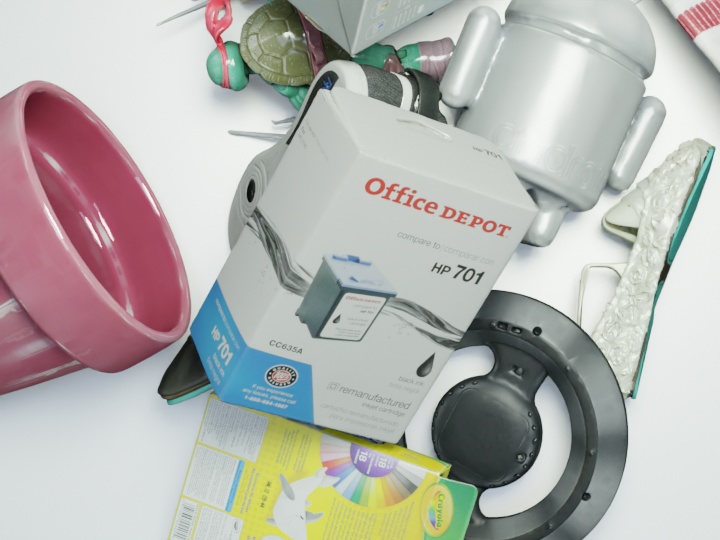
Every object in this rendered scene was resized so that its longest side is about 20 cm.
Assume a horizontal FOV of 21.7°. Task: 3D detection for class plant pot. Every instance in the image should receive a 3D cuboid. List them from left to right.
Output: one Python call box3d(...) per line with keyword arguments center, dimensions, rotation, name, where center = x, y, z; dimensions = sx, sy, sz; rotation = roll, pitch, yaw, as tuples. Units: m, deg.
box3d(center=(-0.241, 0.000, 1.281), dimensions=(0.178, 0.200, 0.201), rotation=(-29, 87, 15), name="plant pot")

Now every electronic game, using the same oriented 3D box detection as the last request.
box3d(center=(0.089, 0.113, 1.320), dimensions=(0.199, 0.042, 0.201), rotation=(1, 95, 15), name="electronic game")

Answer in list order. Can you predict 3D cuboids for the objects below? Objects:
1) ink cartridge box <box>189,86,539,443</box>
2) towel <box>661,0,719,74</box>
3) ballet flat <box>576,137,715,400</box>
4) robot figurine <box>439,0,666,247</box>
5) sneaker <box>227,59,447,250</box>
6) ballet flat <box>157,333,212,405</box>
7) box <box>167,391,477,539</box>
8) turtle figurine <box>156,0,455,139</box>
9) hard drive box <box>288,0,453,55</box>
box3d(center=(0.000, 0.000, 1.228), dimensions=(0.146, 0.086, 0.201), rotation=(16, 119, -29), name="ink cartridge box")
box3d(center=(0.290, -0.193, 1.311), dimensions=(0.144, 0.023, 0.200), rotation=(-29, 70, -15), name="towel")
box3d(center=(0.192, -0.006, 1.325), dimensions=(0.071, 0.072, 0.201), rotation=(19, 87, 1), name="ballet flat")
box3d(center=(0.135, -0.119, 1.308), dimensions=(0.169, 0.113, 0.201), rotation=(24, 88, -25), name="robot figurine")
box3d(center=(-0.007, -0.063, 1.302), dimensions=(0.111, 0.200, 0.073), rotation=(6, 56, -29), name="sneaker")
box3d(center=(-0.059, 0.027, 1.328), dimensions=(0.199, 0.068, 0.069), rotation=(-22, 97, -9), name="ballet flat")
box3d(center=(-0.024, 0.166, 1.308), dimensions=(0.199, 0.048, 0.118), rotation=(19, 98, 13), name="box")
box3d(center=(-0.037, -0.153, 1.324), dimensions=(0.199, 0.101, 0.151), rotation=(-12, 90, -7), name="turtle figurine")
box3d(center=(0.019, -0.251, 1.254), dimensions=(0.200, 0.077, 0.156), rotation=(-31, 63, -32), name="hard drive box")
